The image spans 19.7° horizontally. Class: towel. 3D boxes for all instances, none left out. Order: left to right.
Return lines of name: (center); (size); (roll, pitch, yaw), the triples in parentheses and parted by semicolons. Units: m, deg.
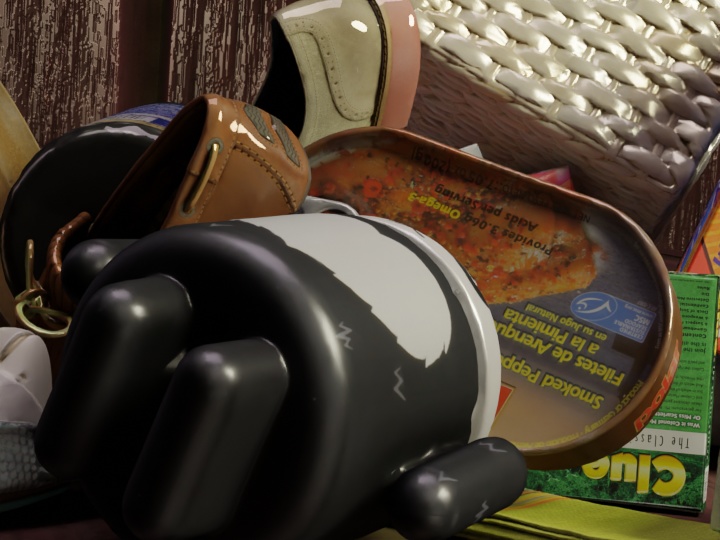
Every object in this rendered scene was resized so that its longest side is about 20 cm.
towel: (0.083, 0.098, 0.827); (0.199, 0.018, 0.086); (7, 6, 41)

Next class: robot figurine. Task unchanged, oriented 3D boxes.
robot figurine: (-0.028, 0.039, 0.753); (0.124, 0.151, 0.200); (-26, -10, 29)

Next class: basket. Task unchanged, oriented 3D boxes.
basket: (0.130, -0.135, 1.211); (0.199, 0.199, 0.161); (32, -19, 6)

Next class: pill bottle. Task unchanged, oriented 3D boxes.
pill bottle: (-0.102, -0.026, 1.031); (0.111, 0.113, 0.200); (4, 9, 5)

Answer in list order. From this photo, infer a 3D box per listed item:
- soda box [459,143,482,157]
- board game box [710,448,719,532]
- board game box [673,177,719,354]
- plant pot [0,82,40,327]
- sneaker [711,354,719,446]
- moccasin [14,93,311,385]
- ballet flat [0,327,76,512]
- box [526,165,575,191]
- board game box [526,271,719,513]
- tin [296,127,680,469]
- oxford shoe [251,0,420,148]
soda box: (0.000, 0.000, 1.086); (0.063, 0.069, 0.200); (-19, -6, -31)
board game box: (0.250, 0.095, 0.790); (0.199, 0.034, 0.134); (8, 1, 28)
board game box: (0.286, -0.026, 1.065); (0.199, 0.201, 0.200); (26, 7, 6)
plant pot: (-0.183, -0.030, 1.016); (0.027, 0.201, 0.200); (-23, 0, 8)
sneaker: (0.145, 0.049, 1.168); (0.084, 0.073, 0.200); (5, 5, -15)
moccasin: (-0.109, 0.006, 0.881); (0.078, 0.201, 0.074); (27, 32, -39)
ballet flat: (-0.118, 0.057, 0.831); (0.199, 0.072, 0.069); (-1, 11, -44)
box: (0.040, 0.007, 1.192); (0.102, 0.095, 0.200); (-17, 4, -27)
board game box: (0.058, 0.046, 0.927); (0.199, 0.106, 0.023); (5, 0, 13)
tin: (0.040, 0.012, 0.873); (0.199, 0.112, 0.042); (23, -15, 27)
oxford shoe: (-0.028, -0.044, 0.976); (0.073, 0.201, 0.071); (-10, 36, -29)
